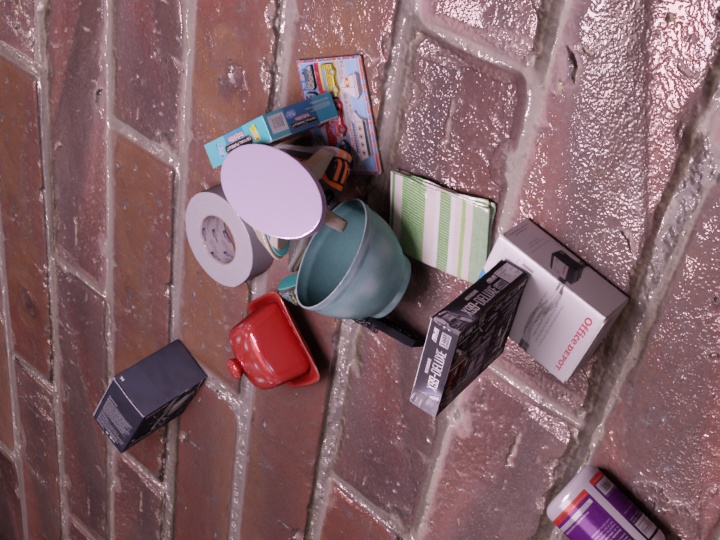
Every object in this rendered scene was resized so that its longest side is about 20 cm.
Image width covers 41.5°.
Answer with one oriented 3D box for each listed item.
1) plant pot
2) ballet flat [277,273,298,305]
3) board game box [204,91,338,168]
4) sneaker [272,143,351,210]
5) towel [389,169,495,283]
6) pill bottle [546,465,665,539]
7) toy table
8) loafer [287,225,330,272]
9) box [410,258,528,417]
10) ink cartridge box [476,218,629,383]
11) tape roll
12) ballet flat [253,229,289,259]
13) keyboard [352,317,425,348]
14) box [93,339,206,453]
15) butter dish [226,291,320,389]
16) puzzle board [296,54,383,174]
[{"bbox_3d":[0.000,0.000,1.596,0.133,0.202,0.200,29,145,-26],"label":"plant pot"},{"bbox_3d":[-0.073,0.025,1.787,0.199,0.074,0.075,-15,101,49],"label":"ballet flat"},{"bbox_3d":[-0.155,-0.239,1.630,0.199,0.150,0.047,-13,101,52],"label":"board game box"},{"bbox_3d":[-0.106,-0.155,1.647,0.198,0.077,0.114,5,77,46],"label":"sneaker"},{"bbox_3d":[0.129,-0.073,1.562,0.198,0.023,0.154,24,127,32],"label":"towel"},{"bbox_3d":[0.396,0.412,1.492,0.200,0.112,0.113,45,135,17],"label":"pill bottle"},{"bbox_3d":[-0.118,-0.123,1.541,0.200,0.117,0.184,45,104,20],"label":"toy table"},{"bbox_3d":[-0.087,-0.050,1.739,0.200,0.069,0.076,126,151,-61],"label":"loafer"},{"bbox_3d":[0.158,0.095,1.367,0.049,0.199,0.159,31,132,24],"label":"box"},{"bbox_3d":[0.279,0.045,1.432,0.200,0.083,0.146,41,134,21],"label":"ink cartridge box"},{"bbox_3d":[-0.264,-0.072,1.908,0.199,0.066,0.203,23,126,35],"label":"tape roll"},{"bbox_3d":[-0.187,-0.116,1.814,0.062,0.067,0.203,-13,92,45],"label":"ballet flat"},{"bbox_3d":[0.018,0.084,1.679,0.198,0.127,0.021,28,100,25],"label":"keyboard"},{"bbox_3d":[-0.494,0.293,2.224,0.124,0.199,0.197,48,136,11],"label":"box"},{"bbox_3d":[-0.198,0.165,1.888,0.201,0.147,0.200,63,154,-2],"label":"butter dish"},{"bbox_3d":[-0.039,-0.262,1.627,0.149,0.017,0.203,7,116,42],"label":"puzzle board"}]
